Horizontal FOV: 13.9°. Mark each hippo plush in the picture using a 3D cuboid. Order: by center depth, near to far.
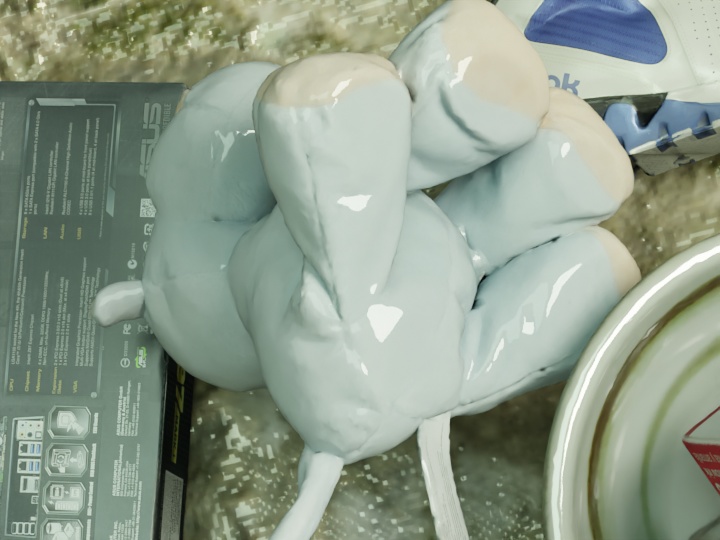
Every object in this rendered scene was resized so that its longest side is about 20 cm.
[{"bbox_3d":[0.000,0.000,1.081,0.159,0.161,0.201,1,95,-31],"label":"hippo plush"}]

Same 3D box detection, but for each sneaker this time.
[{"bbox_3d":[0.117,-0.098,1.134,0.198,0.081,0.116,-16,78,9],"label":"sneaker"}]

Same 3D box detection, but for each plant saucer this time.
[{"bbox_3d":[0.155,0.083,1.044,0.199,0.050,0.201,1,86,-12],"label":"plant saucer"}]

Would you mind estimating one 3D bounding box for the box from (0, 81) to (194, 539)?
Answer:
[{"bbox_3d":[-0.145,0.025,1.176,0.157,0.051,0.201,1,79,10],"label":"box"}]

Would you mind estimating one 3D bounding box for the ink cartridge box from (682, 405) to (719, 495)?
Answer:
[{"bbox_3d":[0.235,0.093,0.960,0.145,0.145,0.200,-36,95,-13],"label":"ink cartridge box"}]
